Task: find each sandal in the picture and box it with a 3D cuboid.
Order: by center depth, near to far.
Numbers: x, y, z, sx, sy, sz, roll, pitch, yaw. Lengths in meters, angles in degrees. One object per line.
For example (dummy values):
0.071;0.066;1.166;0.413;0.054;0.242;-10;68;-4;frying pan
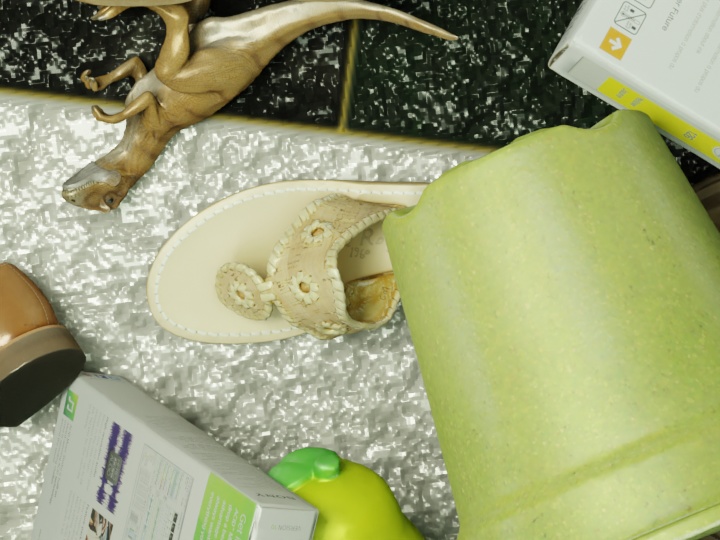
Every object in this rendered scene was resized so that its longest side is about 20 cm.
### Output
-0.001;-0.006;1.108;0.212;0.070;0.078;-9;99;0;sandal

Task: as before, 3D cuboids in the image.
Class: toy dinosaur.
-0.067;-0.105;1.105;0.200;0.060;0.106;-33;111;14;toy dinosaur

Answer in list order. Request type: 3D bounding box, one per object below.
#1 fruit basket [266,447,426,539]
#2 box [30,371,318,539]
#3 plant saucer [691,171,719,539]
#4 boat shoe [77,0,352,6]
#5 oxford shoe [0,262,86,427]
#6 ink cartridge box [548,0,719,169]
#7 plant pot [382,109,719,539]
-0.009;0.187;1.072;0.155;0.216;0.216;-40;98;6;fruit basket
-0.096;0.143;1.072;0.036;0.200;0.144;8;101;-32;box
0.202;0.047;1.097;0.200;0.029;0.200;3;97;27;plant saucer
-0.043;-0.164;1.061;0.200;0.070;0.070;-6;131;-13;boat shoe
-0.229;0.069;1.128;0.200;0.071;0.071;-35;69;6;oxford shoe
0.217;-0.127;1.072;0.200;0.047;0.198;32;72;-7;ink cartridge box
0.101;0.037;1.026;0.200;0.200;0.184;-23;80;3;plant pot
